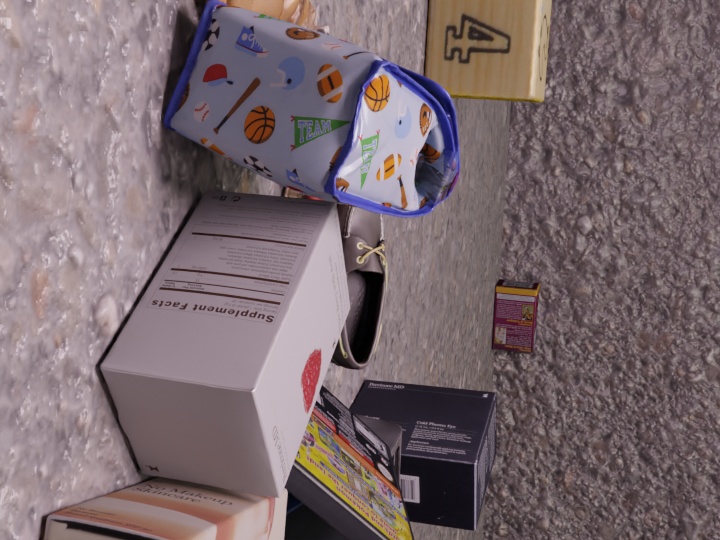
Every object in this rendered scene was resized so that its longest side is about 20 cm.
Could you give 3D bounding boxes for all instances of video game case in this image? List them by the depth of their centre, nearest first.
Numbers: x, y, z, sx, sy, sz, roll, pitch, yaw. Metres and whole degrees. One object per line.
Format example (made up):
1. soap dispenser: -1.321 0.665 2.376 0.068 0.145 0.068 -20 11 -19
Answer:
1. video game case: -0.028 0.167 0.865 0.200 0.025 0.181 45 12 -25

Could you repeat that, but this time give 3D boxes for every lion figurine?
1. lion figurine: -0.087 -0.231 0.787 0.199 0.072 0.125 -5 113 -61

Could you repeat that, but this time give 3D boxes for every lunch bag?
1. lunch bag: -0.023 -0.119 0.752 0.199 0.168 0.126 16 99 -62

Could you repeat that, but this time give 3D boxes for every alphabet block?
1. alphabet block: 0.223 -0.398 1.640 0.195 0.193 0.204 -27 121 -71

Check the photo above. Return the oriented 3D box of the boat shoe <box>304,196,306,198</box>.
1. boat shoe: -0.032 -0.061 1.055 0.073 0.073 0.204 -137 -135 -76

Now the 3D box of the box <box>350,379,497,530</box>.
1. box: 0.077 0.244 1.292 0.182 0.196 0.106 -53 144 -62

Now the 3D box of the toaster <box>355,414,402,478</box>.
1. toaster: -0.025 0.277 1.074 0.200 0.116 0.185 -40 132 -69

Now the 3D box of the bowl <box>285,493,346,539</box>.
1. bowl: -0.045 0.301 0.931 0.197 0.039 0.205 -10 110 -28

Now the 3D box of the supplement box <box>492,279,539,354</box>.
1. supplement box: 0.478 0.140 2.915 0.103 0.128 0.204 -39 133 -70

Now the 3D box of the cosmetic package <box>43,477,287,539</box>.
1. cosmetic package: -0.131 0.205 0.676 0.200 0.101 0.089 15 82 -76

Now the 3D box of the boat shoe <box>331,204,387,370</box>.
1. boat shoe: 0.000 0.000 0.991 0.071 0.060 0.205 4 95 -39

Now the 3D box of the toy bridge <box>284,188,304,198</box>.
1. toy bridge: -0.067 -0.024 0.983 0.067 0.027 0.204 -24 117 -73

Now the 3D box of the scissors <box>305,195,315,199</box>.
1. scissors: -0.040 -0.036 0.999 0.073 0.014 0.204 -55 145 -61

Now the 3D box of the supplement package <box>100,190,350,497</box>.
1. supplement package: -0.092 0.050 0.734 0.202 0.117 0.123 -69 160 -44
